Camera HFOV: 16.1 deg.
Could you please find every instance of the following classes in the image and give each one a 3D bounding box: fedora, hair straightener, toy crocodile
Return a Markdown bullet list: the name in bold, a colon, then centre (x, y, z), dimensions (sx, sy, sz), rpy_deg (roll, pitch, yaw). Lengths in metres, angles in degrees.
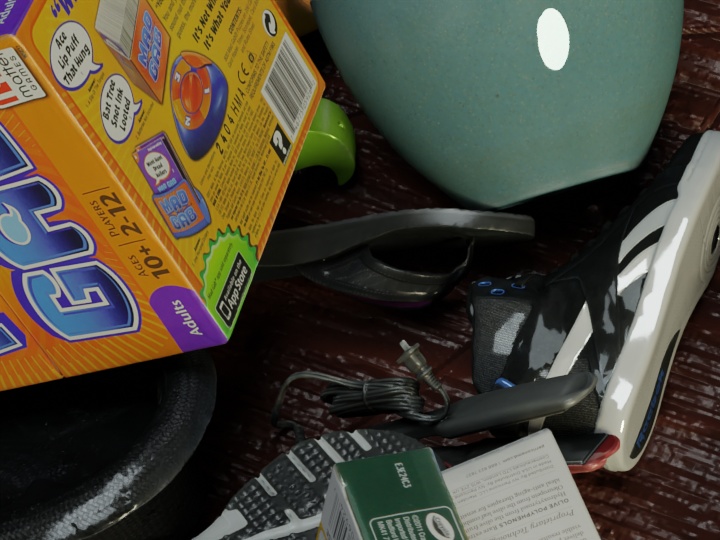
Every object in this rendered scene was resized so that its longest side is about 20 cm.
- **fedora**: centre (-0.152, 0.108, 1.298), dimensions (0.200, 0.092, 0.201), rpy_deg (-18, 34, 13)
- **hair straightener**: centre (0.033, 0.066, 1.285), dimensions (0.200, 0.077, 0.041), rpy_deg (-5, 22, 38)
- **toy crocodile**: centre (-0.099, -0.048, 1.429), dimensions (0.200, 0.062, 0.068), rpy_deg (-23, 35, 2)

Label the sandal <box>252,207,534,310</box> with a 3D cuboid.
- **sandal**: centre (0.000, 0.000, 1.369), dimensions (0.200, 0.075, 0.048), rpy_deg (-8, 80, 18)

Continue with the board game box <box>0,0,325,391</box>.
- **board game box**: centre (-0.169, -0.083, 1.284), dimensions (0.200, 0.200, 0.200), rpy_deg (-12, 38, 28)

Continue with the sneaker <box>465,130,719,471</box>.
- **sneaker**: centre (0.117, 0.001, 1.324), dimensions (0.112, 0.073, 0.200), rpy_deg (14, 62, 21)

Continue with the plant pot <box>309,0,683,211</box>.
- **plant pot**: centre (0.087, -0.106, 1.355), dimensions (0.200, 0.200, 0.135), rpy_deg (-16, 89, 4)

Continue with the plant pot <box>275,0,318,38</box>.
- **plant pot**: centre (-0.122, -0.198, 1.465), dimensions (0.140, 0.200, 0.200), rpy_deg (-28, 52, 15)

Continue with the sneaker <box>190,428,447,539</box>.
- **sneaker**: centre (-0.042, 0.151, 1.261), dimensions (0.200, 0.080, 0.074), rpy_deg (-31, 44, -4)

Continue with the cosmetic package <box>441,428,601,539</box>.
- **cosmetic package**: centre (0.093, 0.190, 1.181), dimensions (0.085, 0.108, 0.200), rpy_deg (-22, 55, -3)

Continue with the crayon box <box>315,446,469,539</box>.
- **crayon box**: centre (0.014, 0.191, 1.162), dimensions (0.052, 0.200, 0.126), rpy_deg (-8, 51, -19)
